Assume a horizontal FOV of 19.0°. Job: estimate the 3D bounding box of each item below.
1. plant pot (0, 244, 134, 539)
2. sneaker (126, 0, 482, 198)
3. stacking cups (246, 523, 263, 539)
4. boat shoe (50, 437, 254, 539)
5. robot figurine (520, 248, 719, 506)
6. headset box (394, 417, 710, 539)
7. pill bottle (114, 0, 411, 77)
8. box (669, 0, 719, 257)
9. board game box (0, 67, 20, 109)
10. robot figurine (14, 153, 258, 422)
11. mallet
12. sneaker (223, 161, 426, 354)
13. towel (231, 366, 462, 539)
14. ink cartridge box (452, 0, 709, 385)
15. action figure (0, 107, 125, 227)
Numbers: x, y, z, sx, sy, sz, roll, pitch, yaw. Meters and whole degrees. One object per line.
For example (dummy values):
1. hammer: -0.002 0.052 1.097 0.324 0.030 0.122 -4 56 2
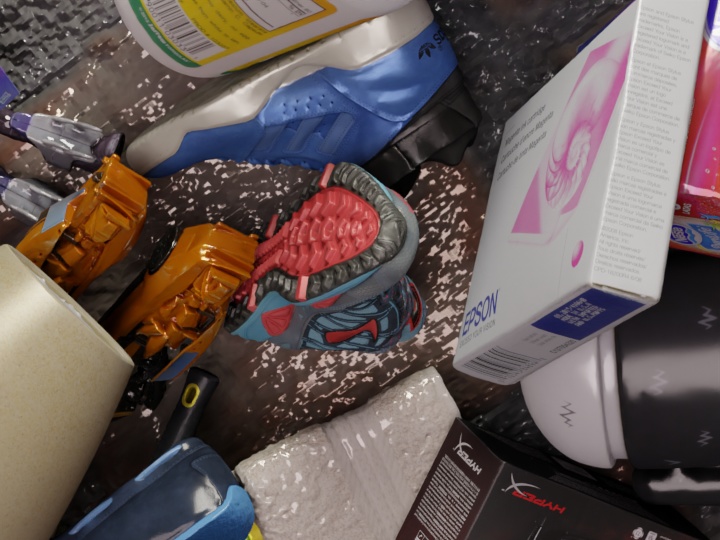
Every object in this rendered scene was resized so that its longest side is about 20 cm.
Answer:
1. plant pot: -0.218 0.090 1.107 0.187 0.187 0.200 44 88 -3
2. sneaker: -0.028 -0.067 1.189 0.200 0.077 0.111 -25 105 21
3. stacking cups: -0.113 0.167 1.272 0.200 0.061 0.061 -19 100 14
4. boat shoe: -0.150 0.167 1.190 0.200 0.084 0.069 -31 59 0
5. robot figurine: 0.185 0.044 1.157 0.200 0.125 0.150 -4 72 11
6. headset box: 0.082 0.204 1.196 0.149 0.077 0.200 24 97 -23
7. pill bottle: -0.029 -0.175 1.101 0.200 0.113 0.113 -15 103 46
8. box: 0.206 -0.109 1.083 0.100 0.095 0.200 12 75 8
9. board game box: -0.306 -0.085 1.167 0.200 0.045 0.134 -40 68 -6
10. robot figurine: -0.153 0.025 1.210 0.145 0.058 0.200 30 130 -19
11. mallet: -0.138 0.147 1.243 0.066 0.041 0.200 17 88 24
12. sneaker: 0.000 0.000 1.161 0.095 0.200 0.079 19 74 -17
13. towel: 0.019 0.167 1.224 0.132 0.034 0.200 -26 112 -11
14. ink cartridge box: 0.110 -0.058 1.067 0.043 0.196 0.200 15 72 -12
15. action figure: -0.237 -0.085 1.222 0.200 0.069 0.130 23 92 -3
